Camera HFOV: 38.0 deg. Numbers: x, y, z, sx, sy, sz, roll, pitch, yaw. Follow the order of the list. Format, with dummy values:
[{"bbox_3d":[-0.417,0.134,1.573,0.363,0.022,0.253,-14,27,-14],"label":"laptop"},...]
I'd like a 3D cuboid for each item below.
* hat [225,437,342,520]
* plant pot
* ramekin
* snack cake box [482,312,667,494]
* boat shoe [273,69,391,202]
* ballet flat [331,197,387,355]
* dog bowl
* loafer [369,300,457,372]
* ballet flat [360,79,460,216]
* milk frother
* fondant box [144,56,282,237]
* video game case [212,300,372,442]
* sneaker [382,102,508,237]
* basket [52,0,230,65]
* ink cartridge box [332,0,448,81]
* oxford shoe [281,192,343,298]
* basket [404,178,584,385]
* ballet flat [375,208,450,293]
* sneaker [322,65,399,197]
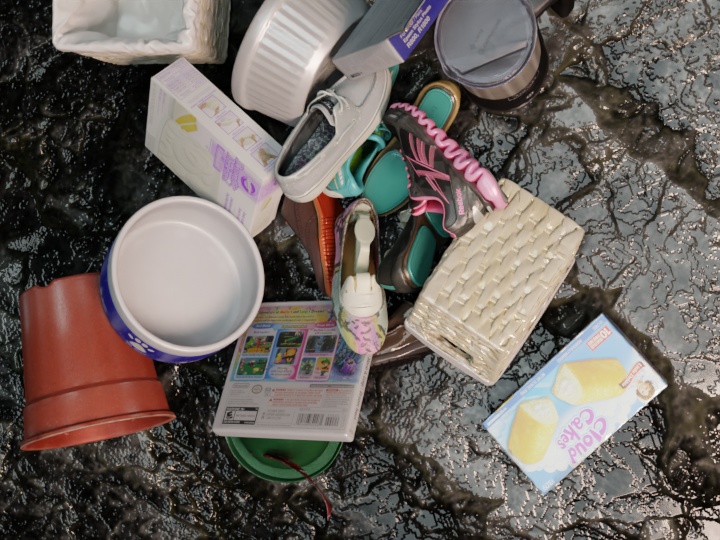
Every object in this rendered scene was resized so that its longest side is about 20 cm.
[{"bbox_3d":[-0.110,0.200,1.303,0.197,0.176,0.168,1,91,14],"label":"hat"},{"bbox_3d":[-0.357,0.116,1.367,0.198,0.201,0.198,-15,79,13],"label":"plant pot"},{"bbox_3d":[-0.064,-0.268,1.281,0.094,0.202,0.204,34,98,9],"label":"ramekin"},{"bbox_3d":[0.260,0.160,1.268,0.200,0.067,0.115,-44,80,11],"label":"snack cake box"},{"bbox_3d":[-0.033,-0.175,1.240,0.070,0.072,0.202,31,83,24],"label":"boat shoe"},{"bbox_3d":[0.000,0.000,1.272,0.068,0.071,0.202,2,62,-10],"label":"ballet flat"},{"bbox_3d":[-0.226,0.013,1.326,0.198,0.079,0.203,8,71,-24],"label":"dog bowl"},{"bbox_3d":[0.062,0.077,1.322,0.197,0.073,0.072,-18,76,8],"label":"loafer"},{"bbox_3d":[0.069,-0.153,1.315,0.068,0.063,0.201,36,118,0],"label":"ballet flat"},{"bbox_3d":[0.139,-0.306,1.234,0.199,0.188,0.182,32,97,12],"label":"milk frother"},{"bbox_3d":[-0.186,-0.154,1.339,0.200,0.145,0.058,41,59,10],"label":"fondant box"},{"bbox_3d":[-0.079,0.122,1.307,0.198,0.024,0.184,-3,58,29],"label":"video game case"},{"bbox_3d":[0.077,-0.114,1.204,0.095,0.079,0.200,-46,56,7],"label":"sneaker"},{"bbox_3d":[-0.275,-0.369,1.351,0.195,0.161,0.203,2,90,14],"label":"basket"},{"bbox_3d":[0.070,-0.308,1.157,0.040,0.200,0.201,39,77,-19],"label":"ink cartridge box"},{"bbox_3d":[-0.059,-0.058,1.354,0.072,0.071,0.203,-14,80,31],"label":"oxford shoe"},{"bbox_3d":[0.159,0.009,1.228,0.135,0.124,0.201,33,71,11],"label":"basket"},{"bbox_3d":[0.071,-0.047,1.274,0.068,0.201,0.068,-13,119,39],"label":"ballet flat"},{"bbox_3d":[0.008,-0.181,1.306,0.079,0.077,0.202,16,80,35],"label":"sneaker"}]
